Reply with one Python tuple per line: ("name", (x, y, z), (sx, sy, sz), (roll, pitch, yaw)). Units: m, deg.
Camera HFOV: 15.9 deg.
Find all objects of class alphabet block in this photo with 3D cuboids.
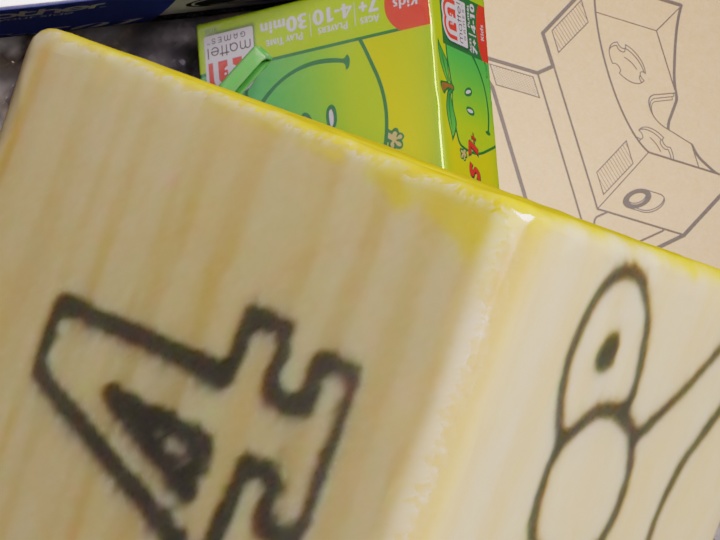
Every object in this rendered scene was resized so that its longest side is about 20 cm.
("alphabet block", (-0.010, 0.060, 0.803), (0.196, 0.195, 0.201), (21, 93, 32))

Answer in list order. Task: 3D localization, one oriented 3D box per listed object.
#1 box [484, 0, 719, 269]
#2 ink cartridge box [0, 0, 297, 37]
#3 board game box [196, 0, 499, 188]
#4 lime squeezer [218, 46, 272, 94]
("box", (0.094, -0.055, 1.021), (0.163, 0.021, 0.201), (16, 75, -8))
("ink cartridge box", (-0.066, -0.119, 0.960), (0.199, 0.094, 0.044), (-7, 90, -13))
("board game box", (0.000, 0.000, 0.948), (0.101, 0.048, 0.201), (-10, 78, 27))
("lime squeezer", (-0.079, 0.014, 0.941), (0.038, 0.070, 0.201), (4, 95, -53))
